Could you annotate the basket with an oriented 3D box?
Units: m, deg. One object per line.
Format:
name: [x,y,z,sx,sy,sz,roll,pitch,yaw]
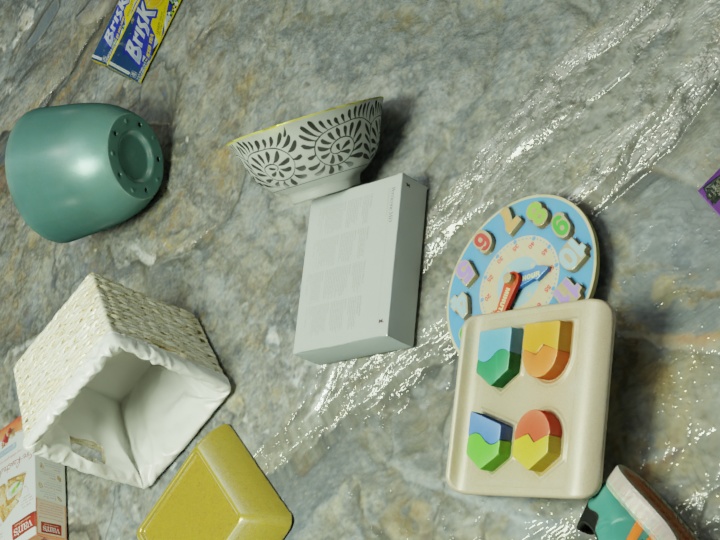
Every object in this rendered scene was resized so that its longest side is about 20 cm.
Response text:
basket: [-0.308,0.138,1.691,0.200,0.198,0.161,-48,42,18]

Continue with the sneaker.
sneaker: [0.258,0.261,1.154,0.080,0.071,0.200,-52,35,14]

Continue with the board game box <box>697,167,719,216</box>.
board game box: [0.402,-0.051,1.188,0.120,0.032,0.200,-52,43,20]

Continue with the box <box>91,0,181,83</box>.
box: [-0.340,-0.400,2.079,0.064,0.070,0.201,26,90,51]

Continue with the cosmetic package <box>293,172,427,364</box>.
cosmetic package: [0.000,0.000,1.552,0.150,0.052,0.201,-15,61,43]

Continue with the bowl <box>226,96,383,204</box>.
bowl: [-0.054,-0.137,1.607,0.200,0.200,0.095,-15,94,40]

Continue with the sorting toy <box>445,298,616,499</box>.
sorting toy: [0.156,0.124,1.285,0.199,0.036,0.187,-10,69,53]

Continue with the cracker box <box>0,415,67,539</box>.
cracker box: [-0.479,0.312,1.884,0.134,0.058,0.201,-34,50,30]

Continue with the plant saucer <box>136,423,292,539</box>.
plant saucer: [-0.192,0.311,1.599,0.201,0.048,0.200,-55,43,10]

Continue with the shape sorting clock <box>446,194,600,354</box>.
shape sorting clock: [0.164,0.013,1.388,0.199,0.039,0.201,-22,57,37]

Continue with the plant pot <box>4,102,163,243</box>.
plant pot: [-0.383,-0.150,1.919,0.160,0.200,0.202,-8,65,30]
